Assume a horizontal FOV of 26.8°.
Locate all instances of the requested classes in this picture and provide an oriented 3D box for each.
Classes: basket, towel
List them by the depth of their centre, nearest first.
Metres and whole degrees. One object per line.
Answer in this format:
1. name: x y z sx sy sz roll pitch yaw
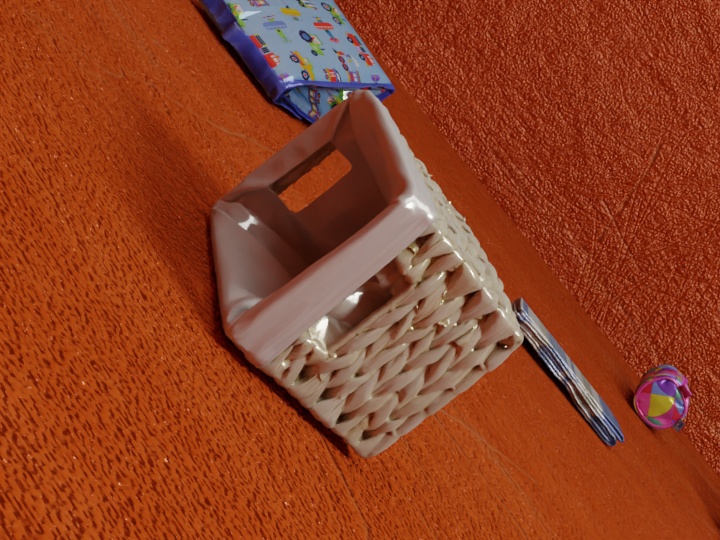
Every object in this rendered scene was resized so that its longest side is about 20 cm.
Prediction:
1. basket: 0.000 0.000 0.904 0.124 0.135 0.200 49 9 -23
2. towel: 0.242 0.118 1.800 0.200 0.024 0.147 52 8 -1

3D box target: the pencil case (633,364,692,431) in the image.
1. pencil case: 0.463 0.192 2.299 0.089 0.088 0.200 50 9 5

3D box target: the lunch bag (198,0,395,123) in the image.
1. lunch bag: -0.077 -0.228 1.553 0.151 0.094 0.200 56 21 19
